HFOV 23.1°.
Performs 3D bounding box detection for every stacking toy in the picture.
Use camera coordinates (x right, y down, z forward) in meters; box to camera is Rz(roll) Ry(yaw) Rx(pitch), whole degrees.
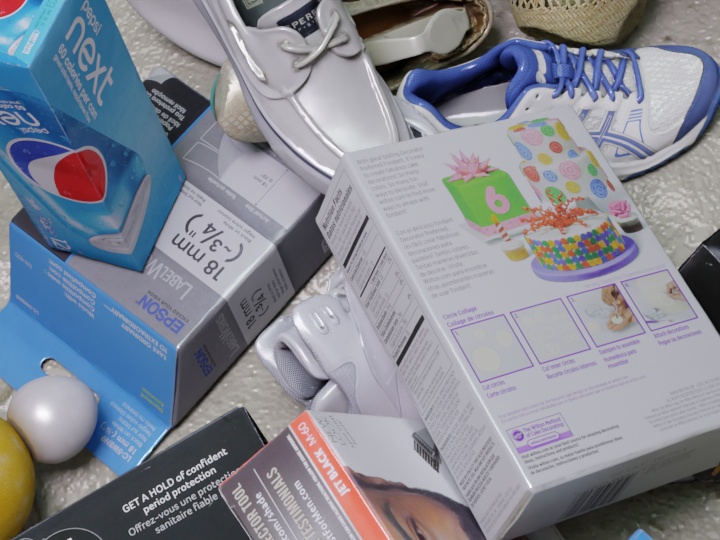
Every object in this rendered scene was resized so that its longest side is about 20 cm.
[{"bbox_3d":[-0.230,0.121,0.963,0.200,0.147,0.146,-36,62,-26],"label":"stacking toy"}]

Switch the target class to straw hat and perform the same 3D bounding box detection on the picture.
[{"bbox_3d":[0.132,-0.178,1.058,0.199,0.201,0.086,-4,104,8],"label":"straw hat"}]

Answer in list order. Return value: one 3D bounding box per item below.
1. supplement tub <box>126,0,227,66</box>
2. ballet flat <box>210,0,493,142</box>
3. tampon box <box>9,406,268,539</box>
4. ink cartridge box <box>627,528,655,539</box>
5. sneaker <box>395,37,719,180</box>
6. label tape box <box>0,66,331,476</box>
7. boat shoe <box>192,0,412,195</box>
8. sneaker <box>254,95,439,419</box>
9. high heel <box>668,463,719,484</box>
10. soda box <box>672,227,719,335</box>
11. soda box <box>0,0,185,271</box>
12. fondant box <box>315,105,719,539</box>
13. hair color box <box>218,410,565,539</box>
[{"bbox_3d":[-0.053,-0.240,1.092,0.145,0.146,0.201,19,67,18],"label":"supplement tub"},{"bbox_3d":[0.000,-0.128,1.020,0.062,0.068,0.199,5,28,47],"label":"ballet flat"},{"bbox_3d":[-0.065,0.203,0.877,0.149,0.126,0.201,-29,62,-5],"label":"tampon box"},{"bbox_3d":[0.097,0.239,0.820,0.084,0.145,0.200,39,75,26],"label":"ink cartridge box"},{"bbox_3d":[0.116,-0.097,1.023,0.199,0.088,0.076,-15,60,0],"label":"sneaker"},{"bbox_3d":[-0.126,-0.002,1.029,0.144,0.063,0.200,34,73,24],"label":"label tape box"},{"bbox_3d":[-0.034,-0.126,0.943,0.072,0.066,0.201,-26,76,-15],"label":"boat shoe"},{"bbox_3d":[0.000,0.000,0.963,0.114,0.075,0.201,-7,76,-26],"label":"sneaker"},{"bbox_3d":[0.148,0.022,0.962,0.141,0.071,0.202,-10,75,8],"label":"high heel"},{"bbox_3d":[0.243,0.062,0.894,0.200,0.071,0.063,47,50,11],"label":"soda box"},{"bbox_3d":[-0.155,-0.081,0.924,0.064,0.200,0.068,14,65,18],"label":"soda box"},{"bbox_3d":[0.086,0.020,0.877,0.143,0.058,0.201,-14,61,-28],"label":"fondant box"},{"bbox_3d":[0.030,0.131,0.849,0.064,0.200,0.111,-43,67,18],"label":"hair color box"}]
